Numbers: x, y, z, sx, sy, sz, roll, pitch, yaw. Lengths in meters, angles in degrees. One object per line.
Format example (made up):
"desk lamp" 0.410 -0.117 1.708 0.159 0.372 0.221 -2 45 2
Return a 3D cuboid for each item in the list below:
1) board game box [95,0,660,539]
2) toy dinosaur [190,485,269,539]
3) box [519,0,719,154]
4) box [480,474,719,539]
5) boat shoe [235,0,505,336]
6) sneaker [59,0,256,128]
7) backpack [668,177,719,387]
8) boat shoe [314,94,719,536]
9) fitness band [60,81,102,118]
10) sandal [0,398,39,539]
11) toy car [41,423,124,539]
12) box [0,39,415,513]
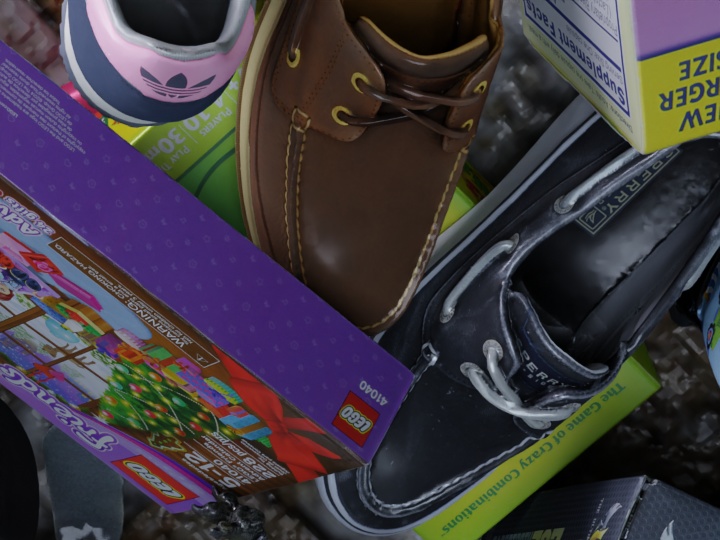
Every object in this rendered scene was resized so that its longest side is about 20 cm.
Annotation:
"board game box" 0.000 0.000 1.015 0.102 0.048 0.200 -41 115 13
"toy dinosaur" -0.027 0.126 0.988 0.199 0.048 0.088 11 117 -13
"box" 0.137 -0.163 0.902 0.175 0.097 0.201 -17 122 -14
"box" 0.149 0.135 1.029 0.199 0.158 0.051 24 78 -10
"boat shoe" 0.007 -0.068 0.918 0.072 0.068 0.201 3 111 -19
"sneaker" -0.050 -0.144 0.874 0.070 0.082 0.201 -1 90 -15
"backpack" 0.200 0.014 0.958 0.182 0.200 0.135 21 110 -9
"boat shoe" 0.056 0.019 0.967 0.072 0.068 0.200 36 107 -23
"fitness band" -0.152 -0.117 0.988 0.199 0.037 0.144 28 106 -13
"sandal" -0.150 0.028 0.944 0.045 0.075 0.200 -18 144 23
"toy car" -0.108 0.158 1.046 0.164 0.158 0.201 -18 100 -7
"box" -0.096 0.001 0.952 0.200 0.137 0.039 39 63 -18
